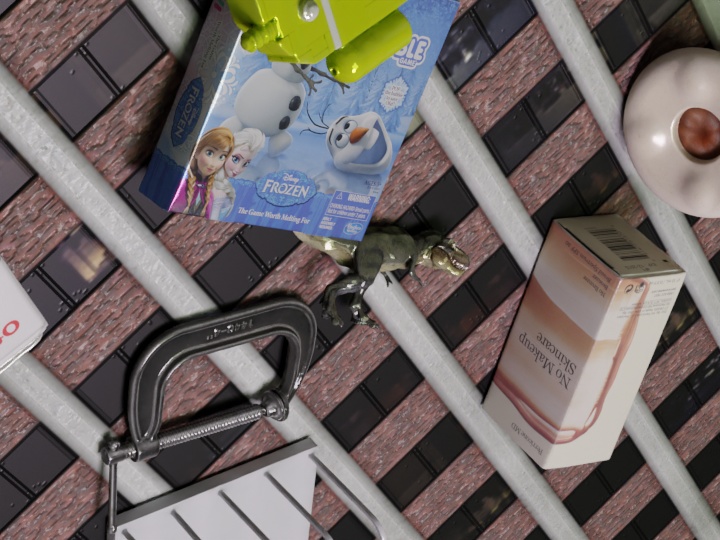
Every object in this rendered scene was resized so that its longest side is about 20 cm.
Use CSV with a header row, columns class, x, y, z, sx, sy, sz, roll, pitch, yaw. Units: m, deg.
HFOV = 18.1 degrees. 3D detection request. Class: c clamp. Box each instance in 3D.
class,x,y,z,sx,sy,sz,roll,pitch,yaw
c clamp,-0.120,0.103,1.781,0.199,0.027,0.172,-20,129,-29

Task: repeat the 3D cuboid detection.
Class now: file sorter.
class,x,y,z,sx,sy,sz,roll,pitch,yaw
file sorter,-0.094,0.256,1.852,0.199,0.124,0.139,-19,134,-31

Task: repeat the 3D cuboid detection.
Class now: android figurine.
class,x,y,z,sx,sy,sz,roll,pitch,yaw
android figurine,-0.023,-0.217,1.527,0.200,0.041,0.183,-37,122,-38

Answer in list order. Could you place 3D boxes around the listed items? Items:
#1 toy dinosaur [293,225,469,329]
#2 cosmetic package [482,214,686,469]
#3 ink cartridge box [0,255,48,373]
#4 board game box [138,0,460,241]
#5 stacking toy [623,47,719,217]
class,x,y,z,sx,sy,sz,roll,pitch,yaw
toy dinosaur,0.000,0.000,1.785,0.199,0.047,0.089,10,97,-45
cosmetic package,0.194,0.062,1.978,0.087,0.103,0.201,-5,124,-38
ink cartridge box,-0.311,0.007,1.463,0.145,0.085,0.200,-39,139,-11
board game box,-0.041,-0.127,1.624,0.199,0.043,0.200,7,110,-46
stacking toy,0.329,-0.141,1.942,0.200,0.146,0.147,-31,143,-50
